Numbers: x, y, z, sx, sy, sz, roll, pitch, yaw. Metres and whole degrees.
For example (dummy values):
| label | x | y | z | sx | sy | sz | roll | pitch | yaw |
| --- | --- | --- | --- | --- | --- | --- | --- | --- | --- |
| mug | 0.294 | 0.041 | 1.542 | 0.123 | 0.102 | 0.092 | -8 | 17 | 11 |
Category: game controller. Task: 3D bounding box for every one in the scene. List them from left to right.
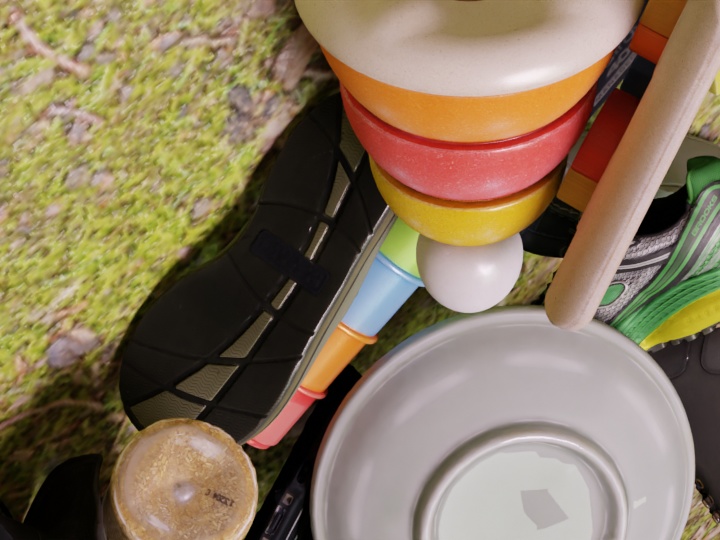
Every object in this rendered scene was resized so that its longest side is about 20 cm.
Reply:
| label | x | y | z | sx | sy | sz | roll | pitch | yaw |
| --- | --- | --- | --- | --- | --- | --- | --- | --- | --- |
| game controller | -0.048 | 0.142 | 1.295 | 0.105 | 0.042 | 0.201 | 84 | 31 | -63 |

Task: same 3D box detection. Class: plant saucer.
| label | x | y | z | sx | sy | sz | roll | pitch | yaw |
| --- | --- | --- | --- | --- | --- | --- | --- | --- | --- |
| plant saucer | 0.075 | 0.118 | 1.257 | 0.198 | 0.050 | 0.202 | -4 | 113 | -9 |

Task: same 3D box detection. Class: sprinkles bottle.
| label | x | y | z | sx | sy | sz | roll | pitch | yaw |
| --- | --- | --- | --- | --- | --- | --- | --- | --- | --- |
| sprinkles bottle | -0.096 | 0.131 | 1.206 | 0.068 | 0.068 | 0.200 | -32 | 169 | -21 |

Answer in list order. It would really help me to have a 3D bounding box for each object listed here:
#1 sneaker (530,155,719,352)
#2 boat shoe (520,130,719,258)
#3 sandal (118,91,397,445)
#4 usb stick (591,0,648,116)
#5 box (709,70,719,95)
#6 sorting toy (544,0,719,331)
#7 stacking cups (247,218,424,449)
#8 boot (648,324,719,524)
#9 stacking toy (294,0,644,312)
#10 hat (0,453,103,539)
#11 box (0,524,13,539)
| label | x | y | z | sx | sy | sz | roll | pitch | yaw |
| --- | --- | --- | --- | --- | --- | --- | --- | --- | --- |
| sneaker | 0.122 | 0.005 | 1.297 | 0.199 | 0.085 | 0.078 | -31 | -165 | 21 |
| boat shoe | 0.158 | -0.031 | 1.378 | 0.199 | 0.075 | 0.062 | -2 | 129 | -49 |
| sandal | -0.034 | 0.007 | 1.183 | 0.201 | 0.080 | 0.057 | -51 | 165 | 11 |
| usb stick | 0.121 | -0.116 | 1.263 | 0.200 | 0.033 | 0.055 | -50 | 144 | 10 |
| box | 0.235 | -0.166 | 1.249 | 0.199 | 0.050 | 0.076 | -28 | 136 | -21 |
| sorting toy | 0.133 | -0.096 | 1.088 | 0.200 | 0.036 | 0.186 | -62 | 176 | -50 |
| stacking cups | 0.000 | 0.000 | 1.245 | 0.200 | 0.061 | 0.060 | -48 | 152 | 16 |
| boot | 0.166 | 0.092 | 1.410 | 0.199 | 0.139 | 0.077 | -22 | 170 | 39 |
| stacking toy | 0.047 | -0.063 | 1.095 | 0.146 | 0.146 | 0.201 | -30 | 141 | -25 |
| hat | -0.191 | 0.160 | 1.151 | 0.081 | 0.201 | 0.201 | 25 | 113 | -18 |
| box | -0.261 | 0.137 | 1.010 | 0.200 | 0.124 | 0.197 | -44 | 154 | -1 |
